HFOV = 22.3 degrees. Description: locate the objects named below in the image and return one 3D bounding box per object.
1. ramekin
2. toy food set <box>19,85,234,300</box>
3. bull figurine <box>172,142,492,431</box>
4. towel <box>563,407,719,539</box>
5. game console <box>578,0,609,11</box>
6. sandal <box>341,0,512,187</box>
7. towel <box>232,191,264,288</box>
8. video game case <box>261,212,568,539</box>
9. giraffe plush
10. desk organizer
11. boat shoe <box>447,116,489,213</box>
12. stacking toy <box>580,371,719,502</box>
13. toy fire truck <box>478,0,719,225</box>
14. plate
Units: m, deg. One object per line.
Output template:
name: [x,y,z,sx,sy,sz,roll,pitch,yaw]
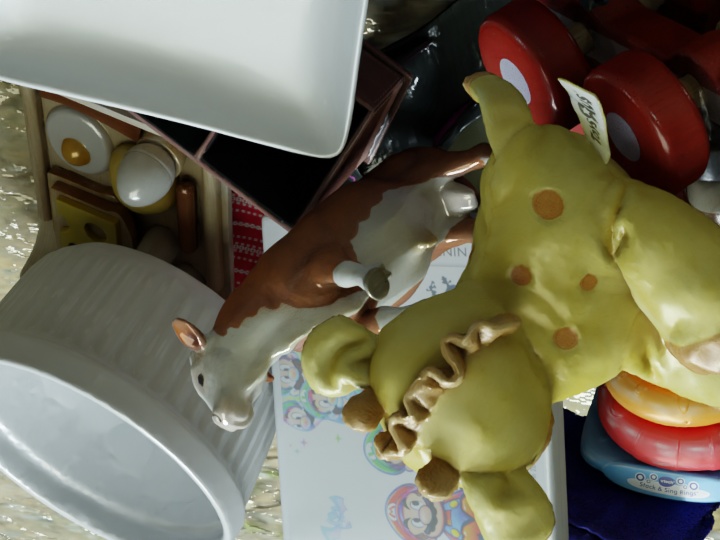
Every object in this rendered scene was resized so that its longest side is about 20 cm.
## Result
ramekin: [-0.141,0.074,1.091,0.198,0.106,0.201,22,149,14]
toy food set: [-0.151,-0.036,1.086,0.142,0.061,0.201,22,141,15]
bull figurine: [0.000,0.000,0.894,0.121,0.200,0.066,-1,127,46]
towel: [0.106,0.121,1.086,0.199,0.148,0.050,25,128,21]
game console: [0.018,-0.215,0.807,0.117,0.172,0.201,-21,131,4]
sandal: [0.028,-0.089,0.979,0.075,0.048,0.200,44,132,-5]
towel: [-0.040,-0.009,1.126,0.143,0.023,0.201,18,139,0]
video game case: [0.028,0.068,1.021,0.180,0.024,0.203,2,101,32]
giraffe plush: [0.074,0.032,0.792,0.172,0.163,0.200,33,172,43]
desk organizer: [-0.081,-0.115,0.937,0.199,0.077,0.072,36,140,6]
boat shoe: [0.072,-0.009,1.045,0.066,0.074,0.201,-4,123,-35]
stacking toy: [0.186,0.022,1.028,0.115,0.110,0.202,8,128,16]
toy fire truck: [0.154,-0.061,0.862,0.200,0.112,0.169,39,157,51]
plate: [-0.085,-0.164,0.840,0.198,0.032,0.201,14,122,5]
